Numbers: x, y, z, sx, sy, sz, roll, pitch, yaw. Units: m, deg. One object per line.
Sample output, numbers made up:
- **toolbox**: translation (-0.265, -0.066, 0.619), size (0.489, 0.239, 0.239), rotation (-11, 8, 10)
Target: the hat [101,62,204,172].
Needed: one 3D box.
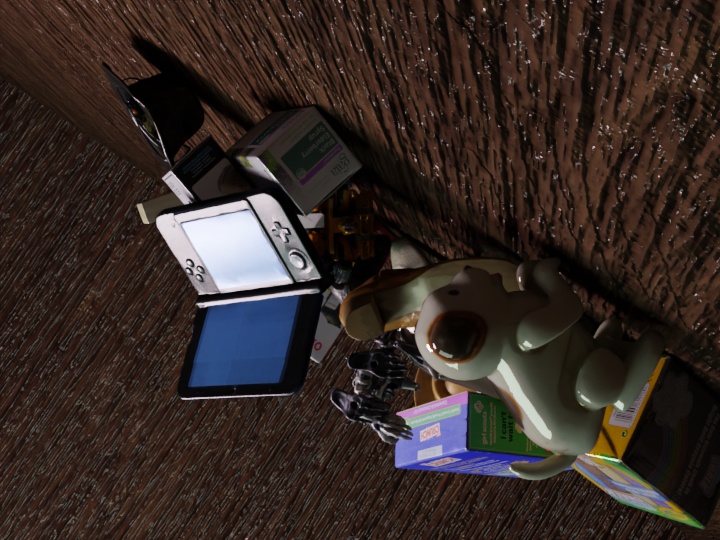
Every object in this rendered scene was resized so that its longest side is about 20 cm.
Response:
- **hat**: translation (-0.244, -0.200, 1.526), size (0.201, 0.080, 0.201), rotation (55, 171, 13)

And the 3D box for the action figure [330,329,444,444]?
- **action figure**: translation (0.033, 0.128, 1.332), size (0.101, 0.120, 0.200), rotation (24, -177, 11)

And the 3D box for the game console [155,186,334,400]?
- **game console**: translation (-0.136, 0.027, 1.227), size (0.199, 0.118, 0.172), rotation (-8, 120, 43)

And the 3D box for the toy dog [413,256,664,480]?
- **toy dog**: translation (0.145, 0.075, 1.133), size (0.198, 0.195, 0.140), rotation (28, -172, -10)

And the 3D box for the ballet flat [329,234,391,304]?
- **ballet flat**: translation (0.000, 0.000, 1.499), size (0.200, 0.066, 0.057), rotation (-59, -45, -66)

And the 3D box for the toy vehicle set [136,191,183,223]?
- **toy vehicle set**: translation (-0.188, -0.106, 1.561), size (0.124, 0.198, 0.027), rotation (-172, 62, -76)

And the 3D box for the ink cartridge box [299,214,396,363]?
- **ink cartridge box**: translation (-0.063, -0.001, 1.601), size (0.083, 0.201, 0.145), rotation (28, 173, 47)

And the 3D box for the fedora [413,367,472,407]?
- **fedora**: translation (0.164, 0.158, 1.682), size (0.200, 0.202, 0.082), rotation (31, 174, 24)

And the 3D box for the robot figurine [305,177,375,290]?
- **robot figurine**: translation (-0.027, -0.056, 1.376), size (0.057, 0.147, 0.200), rotation (-2, -174, -14)

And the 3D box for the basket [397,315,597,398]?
- **basket**: translation (0.165, 0.082, 1.360), size (0.179, 0.137, 0.199), rotation (27, 176, -35)

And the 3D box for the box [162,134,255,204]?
- **box**: translation (-0.127, -0.049, 1.328), size (0.200, 0.060, 0.117), rotation (50, 170, -10)

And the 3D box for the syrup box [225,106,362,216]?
- **syrup box**: translation (-0.076, -0.114, 1.262), size (0.082, 0.079, 0.200), rotation (49, 171, -14)

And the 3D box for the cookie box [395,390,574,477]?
- **cookie box**: translation (0.168, 0.209, 1.513), size (0.198, 0.076, 0.171), rotation (9, 161, -28)

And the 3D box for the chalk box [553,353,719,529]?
- **chalk box**: translation (0.310, 0.181, 1.273), size (0.200, 0.125, 0.123), rotation (39, 162, -31)

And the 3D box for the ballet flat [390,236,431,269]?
- **ballet flat**: translation (0.086, 0.044, 1.537), size (0.201, 0.062, 0.068), rotation (53, 154, 14)

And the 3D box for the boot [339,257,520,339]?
- **boot**: translation (0.072, 0.017, 1.297), size (0.144, 0.199, 0.072), rotation (-78, -29, -77)
